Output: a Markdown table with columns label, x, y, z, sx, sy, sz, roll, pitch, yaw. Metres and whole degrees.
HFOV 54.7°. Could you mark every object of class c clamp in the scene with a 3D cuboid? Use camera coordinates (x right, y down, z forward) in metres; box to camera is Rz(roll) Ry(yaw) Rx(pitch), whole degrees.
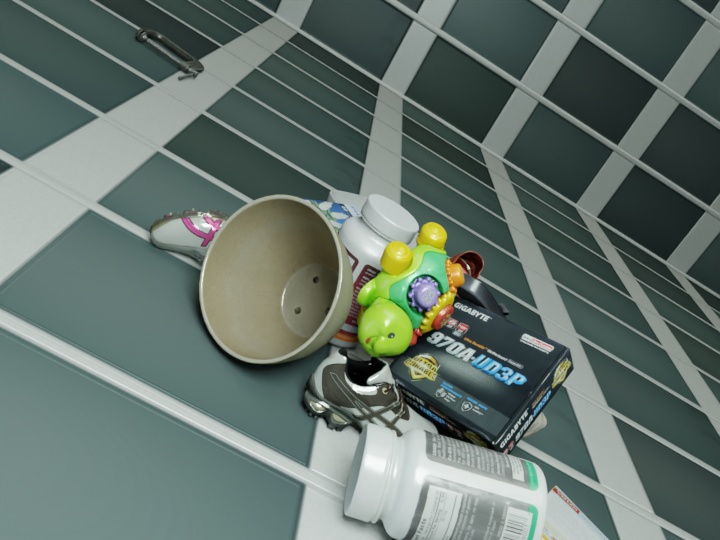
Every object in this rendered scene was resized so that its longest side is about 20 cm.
| label | x | y | z | sx | sy | sz | roll | pitch | yaw |
| --- | --- | --- | --- | --- | --- | --- | --- | --- | --- |
| c clamp | -0.446 | -0.512 | 1.626 | 0.198 | 0.027 | 0.171 | 37 | 24 | 6 |

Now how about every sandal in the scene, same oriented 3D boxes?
| label | x | y | z | sx | sy | sz | roll | pitch | yaw |
| --- | --- | --- | --- | --- | --- | --- | --- | --- | --- |
| sandal | 0.189 | 0.052 | 1.008 | 0.075 | 0.043 | 0.200 | 29 | -11 | 33 |

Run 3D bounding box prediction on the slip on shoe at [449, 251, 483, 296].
| label | x | y | z | sx | sy | sz | roll | pitch | yaw |
| --- | --- | --- | --- | --- | --- | --- | --- | --- | --- |
| slip on shoe | 0.144 | 0.020 | 1.112 | 0.075 | 0.061 | 0.199 | 54 | 38 | -1 |

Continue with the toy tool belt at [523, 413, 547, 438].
| label | x | y | z | sx | sy | sz | roll | pitch | yaw |
| --- | --- | --- | --- | --- | --- | --- | --- | --- | --- |
| toy tool belt | 0.166 | 0.175 | 0.986 | 0.125 | 0.122 | 0.201 | 50 | 7 | -32 |

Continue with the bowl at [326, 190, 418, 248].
| label | x | y | z | sx | sy | sz | roll | pitch | yaw |
| --- | --- | --- | --- | --- | --- | --- | --- | --- | --- |
| bowl | 0.031 | -0.056 | 1.308 | 0.197 | 0.076 | 0.201 | 6 | 35 | -47 |

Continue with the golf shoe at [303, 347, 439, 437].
| label | x | y | z | sx | sy | sz | roll | pitch | yaw |
| --- | --- | --- | --- | --- | --- | --- | --- | --- | --- |
| golf shoe | 0.029 | 0.165 | 0.858 | 0.196 | 0.096 | 0.078 | 26 | 22 | -21 |

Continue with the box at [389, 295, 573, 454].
| label | x | y | z | sx | sy | sz | roll | pitch | yaw |
| --- | --- | --- | --- | --- | --- | --- | --- | --- | --- |
| box | 0.149 | 0.131 | 0.899 | 0.198 | 0.159 | 0.047 | 26 | -28 | 45 |

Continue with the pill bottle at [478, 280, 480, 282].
| label | x | y | z | sx | sy | sz | roll | pitch | yaw |
| --- | --- | --- | --- | --- | --- | --- | --- | --- | --- |
| pill bottle | 0.135 | 0.038 | 1.224 | 0.196 | 0.106 | 0.105 | 11 | 31 | -41 |

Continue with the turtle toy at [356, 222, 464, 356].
| label | x | y | z | sx | sy | sz | roll | pitch | yaw |
| --- | --- | --- | --- | --- | --- | --- | --- | --- | --- |
| turtle toy | 0.060 | 0.040 | 0.890 | 0.101 | 0.148 | 0.198 | 41 | 44 | 21 |

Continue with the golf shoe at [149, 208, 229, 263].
| label | x | y | z | sx | sy | sz | roll | pitch | yaw |
| --- | --- | --- | --- | --- | --- | --- | --- | --- | --- |
| golf shoe | -0.193 | -0.030 | 0.967 | 0.194 | 0.073 | 0.095 | 5 | 70 | -19 |

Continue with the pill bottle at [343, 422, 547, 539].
| label | x | y | z | sx | sy | sz | roll | pitch | yaw |
| --- | --- | --- | --- | --- | --- | --- | --- | --- | --- |
| pill bottle | 0.087 | 0.235 | 0.737 | 0.194 | 0.116 | 0.114 | 17 | 24 | -2 |

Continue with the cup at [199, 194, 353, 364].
| label | x | y | z | sx | sy | sz | roll | pitch | yaw |
| --- | --- | --- | --- | --- | --- | --- | --- | --- | --- |
| cup | -0.086 | 0.025 | 0.891 | 0.200 | 0.201 | 0.143 | 44 | 5 | 25 |

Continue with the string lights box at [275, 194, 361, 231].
| label | x | y | z | sx | sy | sz | roll | pitch | yaw |
| --- | --- | --- | --- | --- | --- | --- | --- | --- | --- |
| string lights box | -0.059 | -0.058 | 1.123 | 0.198 | 0.059 | 0.104 | 0 | 47 | -53 |

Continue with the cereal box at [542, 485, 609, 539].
| label | x | y | z | sx | sy | sz | roll | pitch | yaw |
| --- | --- | --- | --- | --- | --- | --- | --- | --- | --- |
| cereal box | 0.260 | 0.344 | 0.841 | 0.144 | 0.040 | 0.199 | 45 | 14 | 24 |

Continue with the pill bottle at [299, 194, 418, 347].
| label | x | y | z | sx | sy | sz | roll | pitch | yaw |
| --- | --- | --- | --- | --- | --- | --- | --- | --- | --- |
| pill bottle | 0.000 | 0.000 | 0.999 | 0.111 | 0.203 | 0.114 | 26 | 24 | -13 |
